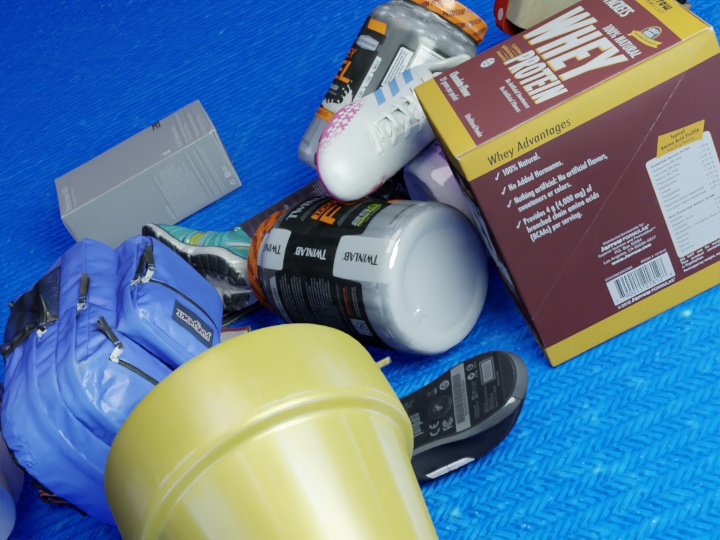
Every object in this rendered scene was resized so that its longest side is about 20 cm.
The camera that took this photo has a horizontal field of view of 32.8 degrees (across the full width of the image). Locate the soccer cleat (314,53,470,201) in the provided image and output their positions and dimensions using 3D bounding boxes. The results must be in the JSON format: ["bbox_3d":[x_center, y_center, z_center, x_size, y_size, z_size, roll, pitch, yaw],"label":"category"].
[{"bbox_3d":[0.034,-0.130,1.029,0.086,0.070,0.200,-25,16,42],"label":"soccer cleat"}]

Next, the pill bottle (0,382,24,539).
[{"bbox_3d":[-0.363,0.168,1.100,0.112,0.113,0.200,-33,32,-6],"label":"pill bottle"}]

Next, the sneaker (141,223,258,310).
[{"bbox_3d":[-0.145,-0.008,1.202,0.079,0.078,0.199,-28,31,-37],"label":"sneaker"}]

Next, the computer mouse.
[{"bbox_3d":[0.042,0.110,0.923,0.199,0.046,0.141,-32,32,16],"label":"computer mouse"}]

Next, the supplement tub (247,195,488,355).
[{"bbox_3d":[0.000,0.000,1.028,0.199,0.123,0.123,6,46,48],"label":"supplement tub"}]

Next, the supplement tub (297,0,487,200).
[{"bbox_3d":[0.034,-0.168,1.177,0.201,0.122,0.122,-61,34,3],"label":"supplement tub"}]

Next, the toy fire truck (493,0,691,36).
[{"bbox_3d":[0.211,-0.291,1.206,0.174,0.130,0.200,4,25,-18],"label":"toy fire truck"}]

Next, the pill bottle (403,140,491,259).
[{"bbox_3d":[0.145,-0.100,1.068,0.199,0.113,0.112,-34,32,-9],"label":"pill bottle"}]

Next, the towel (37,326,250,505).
[{"bbox_3d":[-0.187,0.129,1.099,0.143,0.023,0.201,-7,38,33],"label":"towel"}]

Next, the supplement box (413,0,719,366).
[{"bbox_3d":[0.177,-0.077,0.924,0.196,0.201,0.133,-27,31,4],"label":"supplement box"}]

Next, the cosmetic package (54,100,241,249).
[{"bbox_3d":[-0.247,-0.101,1.414,0.199,0.091,0.107,-28,34,-4],"label":"cosmetic package"}]

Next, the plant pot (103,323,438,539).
[{"bbox_3d":[-0.037,0.170,0.759,0.200,0.201,0.189,-31,52,-4],"label":"plant pot"}]

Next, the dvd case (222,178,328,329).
[{"bbox_3d":[-0.091,-0.019,1.237,0.199,0.016,0.149,-30,32,-2],"label":"dvd case"}]

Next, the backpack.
[{"bbox_3d":[-0.194,0.081,0.969,0.168,0.162,0.201,-40,30,22],"label":"backpack"}]
